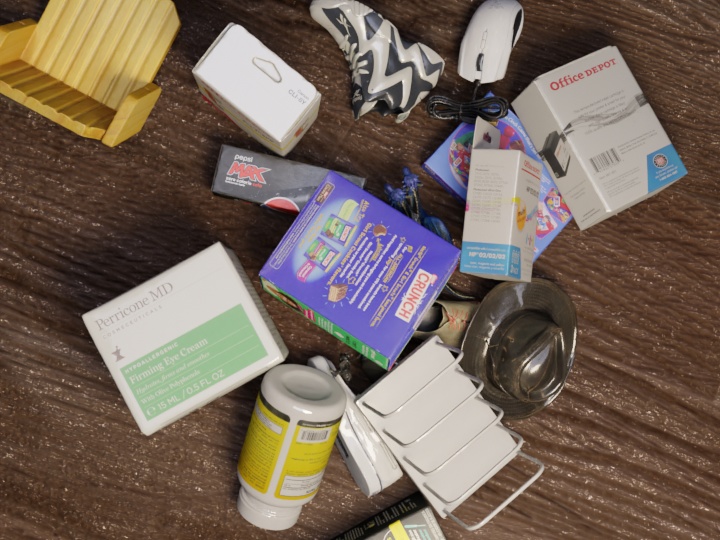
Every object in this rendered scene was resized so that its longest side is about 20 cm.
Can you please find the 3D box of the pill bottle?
[{"bbox_3d":[-0.096,0.231,1.646,0.112,0.112,0.200,17,114,-3],"label":"pill bottle"}]

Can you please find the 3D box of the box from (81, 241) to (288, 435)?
[{"bbox_3d":[-0.217,0.084,1.625,0.199,0.200,0.172,-29,88,-3],"label":"box"}]

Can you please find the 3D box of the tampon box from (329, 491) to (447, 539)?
[{"bbox_3d":[0.031,0.408,1.667,0.200,0.126,0.150,-29,90,-4],"label":"tampon box"}]

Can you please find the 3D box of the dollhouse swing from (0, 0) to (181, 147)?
[{"bbox_3d":[-0.352,-0.294,1.650,0.200,0.182,0.176,29,107,-2],"label":"dollhouse swing"}]

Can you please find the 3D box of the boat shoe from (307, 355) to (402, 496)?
[{"bbox_3d":[-0.008,0.200,1.706,0.065,0.074,0.200,-25,93,-20],"label":"boat shoe"}]

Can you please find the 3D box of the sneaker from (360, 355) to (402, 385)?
[{"bbox_3d":[0.065,0.191,1.683,0.200,0.073,0.082,48,65,-8],"label":"sneaker"}]

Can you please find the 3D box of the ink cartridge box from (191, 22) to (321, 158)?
[{"bbox_3d":[-0.132,-0.226,1.638,0.145,0.200,0.083,38,87,-1],"label":"ink cartridge box"}]

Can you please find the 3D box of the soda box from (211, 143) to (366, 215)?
[{"bbox_3d":[-0.096,-0.112,1.706,0.199,0.063,0.071,13,88,-3],"label":"soda box"}]

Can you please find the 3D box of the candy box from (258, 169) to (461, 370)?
[{"bbox_3d":[0.000,0.000,1.613,0.200,0.077,0.169,33,78,10],"label":"candy box"}]

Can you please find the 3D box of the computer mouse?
[{"bbox_3d":[0.163,-0.290,1.711,0.109,0.044,0.200,10,73,21],"label":"computer mouse"}]

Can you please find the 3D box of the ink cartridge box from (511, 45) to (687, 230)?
[{"bbox_3d":[0.316,-0.177,1.693,0.145,0.084,0.200,-25,83,-24],"label":"ink cartridge box"}]

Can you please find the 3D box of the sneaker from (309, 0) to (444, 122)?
[{"bbox_3d":[0.000,-0.272,1.707,0.199,0.079,0.130,31,78,-12],"label":"sneaker"}]

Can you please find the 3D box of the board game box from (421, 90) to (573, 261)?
[{"bbox_3d":[0.201,-0.125,1.733,0.200,0.045,0.134,43,86,-2],"label":"board game box"}]

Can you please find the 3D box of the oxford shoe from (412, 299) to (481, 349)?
[{"bbox_3d":[0.125,0.073,1.707,0.199,0.075,0.071,4,86,-7],"label":"oxford shoe"}]

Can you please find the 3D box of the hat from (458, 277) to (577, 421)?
[{"bbox_3d":[0.226,0.112,1.683,0.200,0.081,0.201,-5,102,-22],"label":"hat"}]

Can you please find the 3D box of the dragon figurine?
[{"bbox_3d":[0.087,-0.039,1.696,0.059,0.099,0.200,-27,90,-3],"label":"dragon figurine"}]

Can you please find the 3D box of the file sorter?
[{"bbox_3d":[0.117,0.208,1.608,0.139,0.125,0.200,-39,104,-10],"label":"file sorter"}]

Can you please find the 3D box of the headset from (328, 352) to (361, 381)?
[{"bbox_3d":[-0.021,0.041,1.691,0.123,0.094,0.200,-2,59,0],"label":"headset"}]

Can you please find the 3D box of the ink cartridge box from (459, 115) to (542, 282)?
[{"bbox_3d":[0.185,-0.090,1.643,0.068,0.115,0.201,5,88,22],"label":"ink cartridge box"}]
